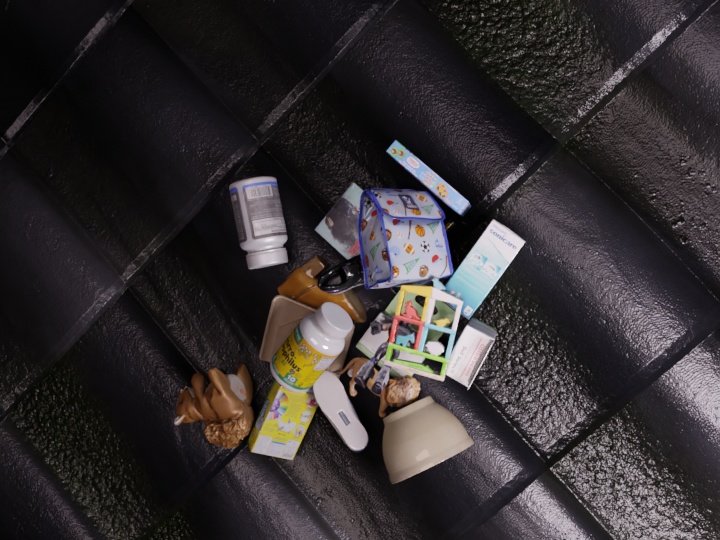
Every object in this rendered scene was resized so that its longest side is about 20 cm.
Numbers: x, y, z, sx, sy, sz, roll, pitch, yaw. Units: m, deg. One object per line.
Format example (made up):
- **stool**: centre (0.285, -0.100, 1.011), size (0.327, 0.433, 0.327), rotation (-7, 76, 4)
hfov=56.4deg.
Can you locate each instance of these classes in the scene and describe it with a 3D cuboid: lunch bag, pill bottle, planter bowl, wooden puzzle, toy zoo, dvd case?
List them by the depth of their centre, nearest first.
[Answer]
- **toy zoo**: centre (0.131, 0.112, 1.369), size (0.130, 0.020, 0.201), rotation (14, 97, 14)
- **lunch bag**: centre (0.089, -0.073, 1.394), size (0.124, 0.169, 0.201), rotation (-23, 72, 54)
- **planter bowl**: centre (0.128, 0.359, 1.468), size (0.199, 0.200, 0.135), rotation (-30, 75, 12)
- **pill bottle**: centre (-0.105, 0.167, 1.481), size (0.113, 0.113, 0.200), rotation (44, 117, 8)
- **dvd case**: centre (0.013, -0.081, 1.515), size (0.200, 0.022, 0.146), rotation (43, 100, 8)
- **pill bottle**: centre (-0.233, -0.110, 1.565), size (0.113, 0.114, 0.201), rotation (-11, 90, 13)
- **wooden puzzle**: centre (-0.126, 0.164, 1.569), size (0.199, 0.037, 0.186), rotation (20, 116, 6)

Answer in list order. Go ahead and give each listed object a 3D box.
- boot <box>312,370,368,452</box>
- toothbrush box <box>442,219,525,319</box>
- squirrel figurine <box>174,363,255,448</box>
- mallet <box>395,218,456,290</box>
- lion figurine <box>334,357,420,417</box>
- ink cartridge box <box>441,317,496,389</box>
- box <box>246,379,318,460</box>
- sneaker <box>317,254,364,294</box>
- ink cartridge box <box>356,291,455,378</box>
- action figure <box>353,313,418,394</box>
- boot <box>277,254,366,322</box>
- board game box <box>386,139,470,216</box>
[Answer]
- **boot**: centre (-0.050, 0.331, 1.556), size (0.072, 0.090, 0.201), rotation (-26, 72, -12)
- **toothbrush box**: centre (0.260, -0.006, 1.440), size (0.085, 0.146, 0.201), rotation (35, 98, 9)
- **squirrel figurine**: centre (-0.351, 0.337, 1.602), size (0.186, 0.141, 0.201), rotation (-27, 84, 19)
- **mallet**: centre (0.131, -0.048, 1.526), size (0.066, 0.041, 0.200), rotation (41, 92, 24)
- **lion figurine**: centre (0.035, 0.247, 1.503), size (0.199, 0.073, 0.123), rotation (28, 134, 12)
- **ink cartridge box**: centre (0.232, 0.172, 1.425), size (0.067, 0.200, 0.118), rotation (28, 98, 10)
- **box**: centre (-0.174, 0.337, 1.573), size (0.117, 0.048, 0.201), rotation (21, 100, -30)
- **sneaker**: centre (0.000, 0.000, 1.463), size (0.199, 0.088, 0.076), rotation (-27, 84, 10)
- **ink cartridge box**: centre (0.105, 0.137, 1.533), size (0.145, 0.048, 0.200), rotation (38, 102, 9)
- **action figure**: centre (0.066, 0.170, 1.458), size (0.130, 0.070, 0.201), rotation (21, 62, 23)
- **boot**: centre (-0.092, 0.078, 1.570), size (0.144, 0.071, 0.201), rotation (-43, 80, 17)
- **board game box**: centre (0.152, -0.196, 1.454), size (0.200, 0.151, 0.037), rotation (43, 99, 8)
